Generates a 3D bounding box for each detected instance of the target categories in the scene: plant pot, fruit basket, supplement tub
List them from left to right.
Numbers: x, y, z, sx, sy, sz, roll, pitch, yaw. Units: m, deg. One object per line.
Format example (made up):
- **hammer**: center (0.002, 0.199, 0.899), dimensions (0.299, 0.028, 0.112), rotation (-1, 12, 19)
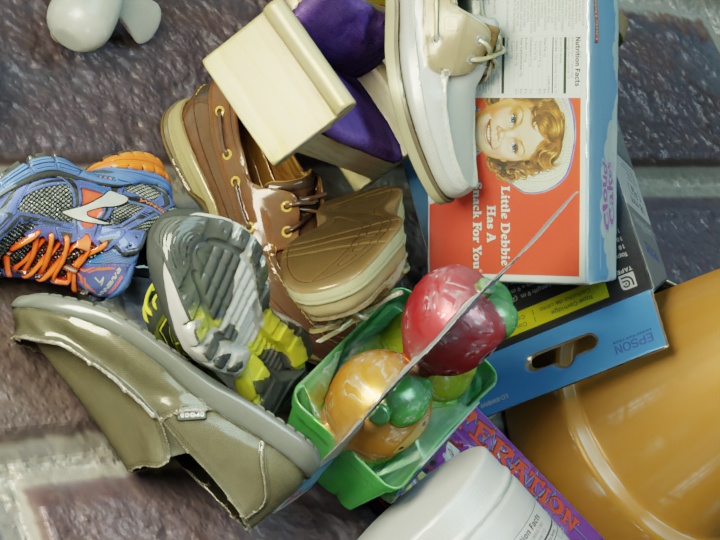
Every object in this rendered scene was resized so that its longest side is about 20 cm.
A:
- **fruit basket**: center (0.044, 0.055, 1.598), dimensions (0.094, 0.200, 0.185), rotation (47, 46, -1)
- **supplement tub**: center (0.091, 0.221, 1.603), dimensions (0.200, 0.132, 0.132), rotation (48, 35, -6)
- **plant pot**: center (0.231, 0.090, 1.830), dimensions (0.200, 0.183, 0.201), rotation (30, 41, -30)

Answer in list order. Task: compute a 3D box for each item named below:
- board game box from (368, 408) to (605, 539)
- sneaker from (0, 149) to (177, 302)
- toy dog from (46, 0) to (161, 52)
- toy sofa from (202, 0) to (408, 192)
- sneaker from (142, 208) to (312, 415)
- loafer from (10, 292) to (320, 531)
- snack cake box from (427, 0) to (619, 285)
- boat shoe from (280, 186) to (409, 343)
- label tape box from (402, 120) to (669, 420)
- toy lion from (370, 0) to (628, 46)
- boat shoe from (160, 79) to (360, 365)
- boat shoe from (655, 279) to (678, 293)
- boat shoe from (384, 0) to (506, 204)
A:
- **board game box**: center (0.084, 0.162, 1.733), dimensions (0.200, 0.032, 0.120), rotation (45, 34, -12)
- **sneaker**: center (-0.165, -0.020, 1.554), dimensions (0.199, 0.075, 0.079), rotation (-15, 63, -51)
- **toy dog**: center (-0.161, -0.215, 1.742), dimensions (0.200, 0.096, 0.132), rotation (-37, 93, -40)
- **toy sofa**: center (-0.011, -0.116, 1.681), dimensions (0.083, 0.097, 0.200), rotation (57, 11, 12)
- **sneaker**: center (-0.096, 0.024, 1.551), dimensions (0.075, 0.084, 0.200), rotation (-61, 154, -20)
- **loafer**: center (-0.119, 0.081, 1.524), dimensions (0.199, 0.075, 0.070), rotation (32, 80, -6)
- **snack cake box**: center (0.106, -0.093, 1.745), dimensions (0.067, 0.114, 0.201), rotation (-7, 98, -68)
- **boat shoe**: center (0.000, 0.000, 1.614), dimensions (0.200, 0.073, 0.063), rotation (-56, 135, -71)
- **label tape box**: center (0.126, -0.006, 1.816), dimensions (0.063, 0.144, 0.201), rotation (35, 36, -62)
- **toy lion**: center (0.058, -0.182, 1.864), dimensions (0.191, 0.199, 0.069), rotation (37, 62, -42)
- **boat shoe**: center (-0.055, -0.035, 1.706), dimensions (0.072, 0.067, 0.201), rotation (-15, 73, -53)
- **boat shoe**: center (0.162, 0.000, 1.929), dimensions (0.199, 0.064, 0.072), rotation (26, 43, -33)
- **boat shoe**: center (0.054, -0.145, 1.687), dimensions (0.075, 0.068, 0.201), rotation (-6, 85, -74)
